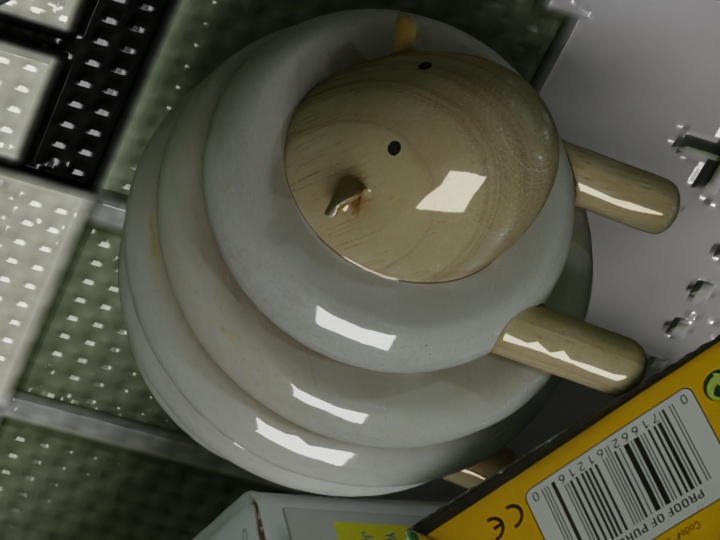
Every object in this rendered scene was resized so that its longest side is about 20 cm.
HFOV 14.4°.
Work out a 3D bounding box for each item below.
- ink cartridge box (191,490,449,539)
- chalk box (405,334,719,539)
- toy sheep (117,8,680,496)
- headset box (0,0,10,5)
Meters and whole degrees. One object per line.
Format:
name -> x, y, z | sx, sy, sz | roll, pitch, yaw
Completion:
ink cartridge box -> 0.006, 0.128, 0.860 | 0.200, 0.047, 0.198 | 8, 145, -32
chalk box -> 0.124, 0.119, 0.743 | 0.124, 0.124, 0.200 | -33, 142, 14
toy sheep -> 0.000, 0.000, 0.756 | 0.138, 0.138, 0.200 | 15, 151, -13
headset box -> -0.038, -0.160, 0.579 | 0.200, 0.174, 0.093 | -24, 127, 19
